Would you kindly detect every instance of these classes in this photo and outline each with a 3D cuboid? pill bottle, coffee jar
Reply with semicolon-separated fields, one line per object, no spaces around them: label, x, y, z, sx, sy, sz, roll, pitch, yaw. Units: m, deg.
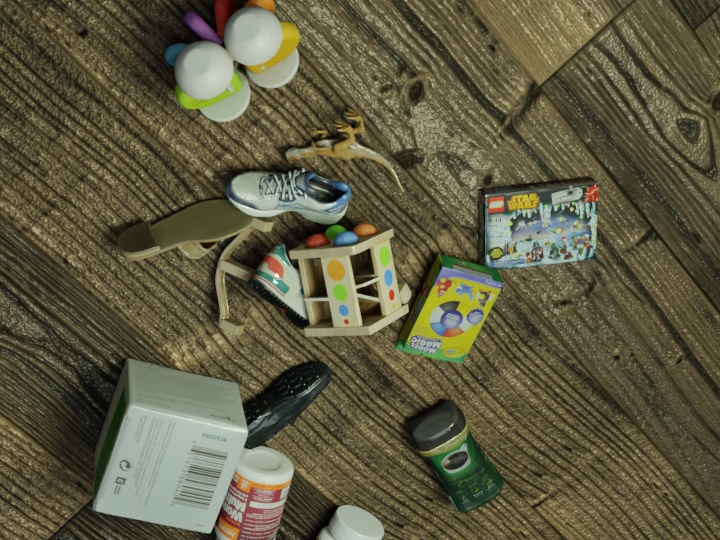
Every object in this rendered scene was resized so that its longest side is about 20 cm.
pill bottle;-0.189;0.412;1.833;0.109;0.110;0.200;11;108;-17
pill bottle;-0.041;0.530;1.911;0.114;0.114;0.200;21;105;-19
coffee jar;0.167;0.327;1.894;0.104;0.085;0.200;-29;115;3

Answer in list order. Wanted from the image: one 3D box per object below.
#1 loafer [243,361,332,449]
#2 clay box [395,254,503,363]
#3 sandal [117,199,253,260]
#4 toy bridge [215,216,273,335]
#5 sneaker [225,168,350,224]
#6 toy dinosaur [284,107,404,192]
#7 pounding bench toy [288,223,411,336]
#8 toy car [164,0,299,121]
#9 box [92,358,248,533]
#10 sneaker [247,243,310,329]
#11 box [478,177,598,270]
loafer;-0.129;0.228;1.804;0.200;0.068;0.070;-37;133;0
clay box;0.146;0.077;1.795;0.115;0.048;0.200;14;118;-16
sandal;-0.269;-0.050;1.668;0.211;0.078;0.070;-15;146;-10
toy bridge;-0.194;-0.001;1.698;0.067;0.027;0.200;22;106;21
sneaker;-0.106;-0.127;1.644;0.199;0.085;0.077;4;68;-21
toy dinosaur;-0.018;-0.193;1.676;0.199;0.061;0.106;7;133;-10
pounding bench toy;0.000;0.000;1.701;0.124;0.200;0.156;-3;103;33
toy car;-0.194;-0.320;1.536;0.200;0.175;0.150;-34;80;2
box;-0.309;0.280;1.720;0.200;0.171;0.199;16;106;-17
sneaker;-0.092;0.032;1.721;0.200;0.070;0.094;42;70;-41
box;0.298;-0.077;1.792;0.199;0.040;0.137;-7;111;-10
